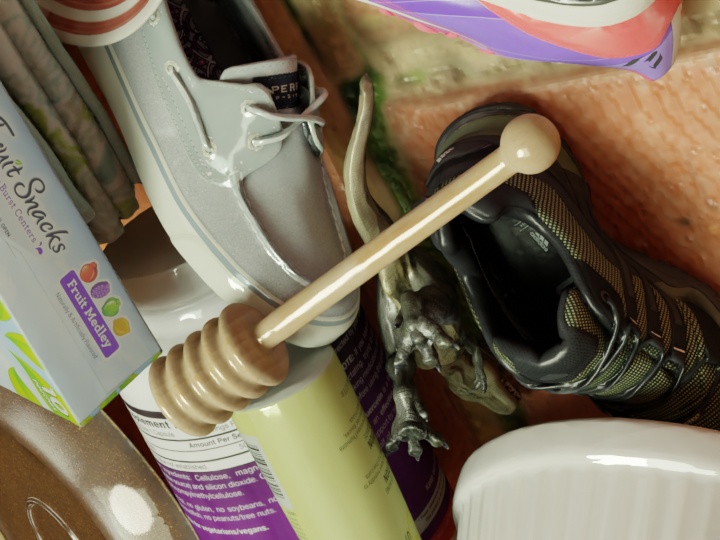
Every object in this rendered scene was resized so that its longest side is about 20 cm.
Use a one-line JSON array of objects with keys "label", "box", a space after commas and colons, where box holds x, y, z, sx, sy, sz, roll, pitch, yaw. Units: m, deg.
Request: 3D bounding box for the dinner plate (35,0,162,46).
[{"label": "dinner plate", "box": [-0.124, -0.188, 1.119, 0.200, 0.024, 0.201, 29, 130, 40]}]

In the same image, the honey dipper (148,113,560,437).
[{"label": "honey dipper", "box": [0.000, 0.000, 1.087, 0.200, 0.038, 0.038, -35, 104, 26]}]

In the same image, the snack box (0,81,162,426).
[{"label": "snack box", "box": [-0.175, -0.041, 1.142, 0.142, 0.053, 0.200, 18, 144, 52]}]

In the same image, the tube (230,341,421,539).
[{"label": "tube", "box": [0.008, 0.123, 1.184, 0.052, 0.058, 0.200, 3, 126, 51]}]

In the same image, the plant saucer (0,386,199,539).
[{"label": "plant saucer", "box": [-0.133, 0.124, 1.351, 0.200, 0.032, 0.200, 42, 155, 26]}]

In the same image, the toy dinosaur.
[{"label": "toy dinosaur", "box": [0.023, 0.019, 1.159, 0.047, 0.088, 0.200, -11, 139, 11]}]

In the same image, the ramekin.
[{"label": "ramekin", "box": [0.128, 0.147, 1.172, 0.202, 0.095, 0.203, 11, 154, 6]}]

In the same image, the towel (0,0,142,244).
[{"label": "towel", "box": [-0.185, -0.100, 1.201, 0.171, 0.048, 0.200, 8, 134, 60]}]

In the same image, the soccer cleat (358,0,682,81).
[{"label": "soccer cleat", "box": [0.031, -0.116, 1.096, 0.199, 0.068, 0.073, 13, 152, 27]}]

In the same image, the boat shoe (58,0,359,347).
[{"label": "boat shoe", "box": [-0.053, -0.066, 1.146, 0.071, 0.070, 0.201, -41, 76, 43]}]

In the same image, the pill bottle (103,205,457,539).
[{"label": "pill bottle", "box": [-0.038, 0.063, 1.243, 0.112, 0.113, 0.200, -7, 120, 35]}]

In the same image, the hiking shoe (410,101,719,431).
[{"label": "hiking shoe", "box": [0.093, 0.030, 1.140, 0.200, 0.101, 0.076, 44, 125, -8]}]
